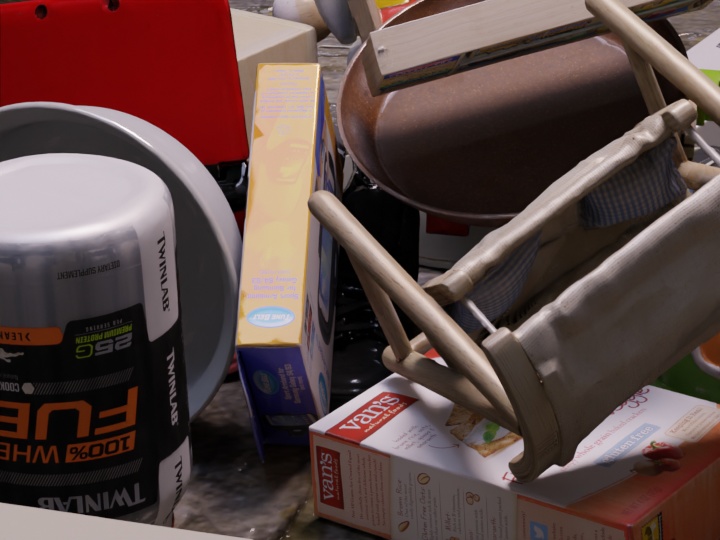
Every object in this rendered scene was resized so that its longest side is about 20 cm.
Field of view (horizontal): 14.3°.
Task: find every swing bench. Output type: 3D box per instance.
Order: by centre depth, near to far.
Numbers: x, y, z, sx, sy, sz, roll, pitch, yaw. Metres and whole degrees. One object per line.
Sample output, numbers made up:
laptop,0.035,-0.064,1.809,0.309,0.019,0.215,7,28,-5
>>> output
swing bench,0.116,-0.010,1.418,0.199,0.130,0.200,-35,36,-12

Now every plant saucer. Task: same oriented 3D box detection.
plant saucer,0.087,-0.091,1.615,0.200,0.034,0.200,-6,45,6

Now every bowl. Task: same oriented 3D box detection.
bowl,-0.140,-0.009,1.574,0.201,0.201,0.090,7,24,22

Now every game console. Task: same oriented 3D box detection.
game console,-0.134,-0.075,1.703,0.200,0.119,0.172,-3,-23,27

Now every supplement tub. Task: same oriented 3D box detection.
supplement tub,-0.147,0.052,1.427,0.122,0.200,0.123,-3,23,1

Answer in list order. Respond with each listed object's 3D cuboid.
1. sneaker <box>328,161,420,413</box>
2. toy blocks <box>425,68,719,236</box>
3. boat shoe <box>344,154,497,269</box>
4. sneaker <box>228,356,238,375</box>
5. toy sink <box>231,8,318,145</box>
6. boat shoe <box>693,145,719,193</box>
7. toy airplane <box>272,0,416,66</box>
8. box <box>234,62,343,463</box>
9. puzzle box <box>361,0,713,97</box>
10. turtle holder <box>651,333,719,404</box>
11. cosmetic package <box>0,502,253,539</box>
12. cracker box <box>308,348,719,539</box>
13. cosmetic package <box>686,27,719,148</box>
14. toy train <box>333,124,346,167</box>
sneaker,0.003,0.000,1.658,0.060,0.104,0.200,1,23,8
toy blocks,0.118,-0.067,1.662,0.200,0.100,0.137,5,35,4
boat shoe,0.072,-0.042,1.791,0.200,0.075,0.062,15,30,33
sneaker,-0.154,0.011,1.674,0.200,0.087,0.074,0,22,6
toy sink,-0.135,-0.102,1.887,0.200,0.130,0.112,16,30,36
boat shoe,0.203,-0.031,1.753,0.068,0.072,0.200,5,22,27
toy airplane,0.007,-0.154,1.915,0.141,0.200,0.199,8,29,11
box,-0.038,0.002,1.556,0.041,0.119,0.200,-2,61,6
puzzle box,0.100,-0.136,1.555,0.200,0.025,0.133,-15,-2,-2
turtle holder,0.227,0.012,1.571,0.141,0.132,0.186,9,26,27
cosmetic package,-0.150,0.168,1.280,0.200,0.103,0.087,5,25,21
cracker box,0.091,0.100,1.469,0.200,0.058,0.134,14,29,35
cosmetic package,0.250,-0.121,1.907,0.200,0.051,0.083,-36,32,-18
toy train,-0.089,-0.040,1.761,0.200,0.046,0.034,-22,-33,34
